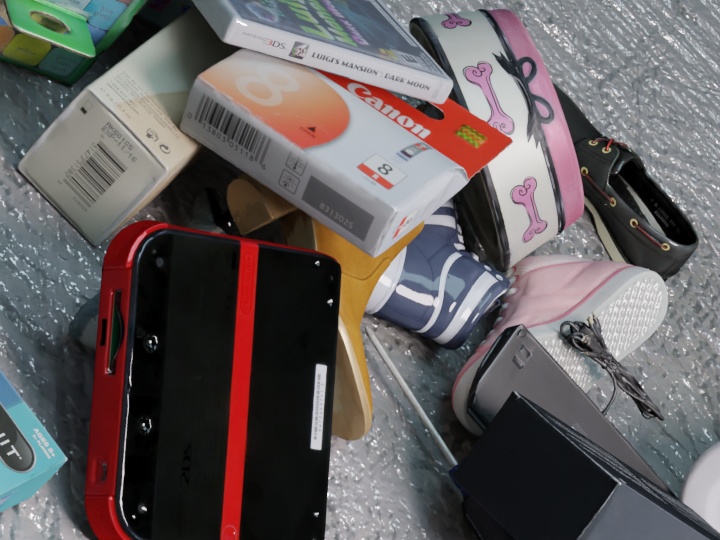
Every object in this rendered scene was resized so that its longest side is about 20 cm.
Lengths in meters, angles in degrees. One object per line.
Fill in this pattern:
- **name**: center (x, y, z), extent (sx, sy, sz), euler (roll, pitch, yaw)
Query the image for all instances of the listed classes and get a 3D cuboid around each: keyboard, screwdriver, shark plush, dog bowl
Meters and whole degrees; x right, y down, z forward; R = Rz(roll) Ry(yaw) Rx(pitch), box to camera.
- **keyboard**: center (0.161, 0.113, 1.616), extent (0.200, 0.021, 0.127), euler (48, 64, -22)
- **screwdriver**: center (0.055, 0.121, 1.562), extent (0.200, 0.028, 0.029), euler (57, 9, 9)
- **shark plush**: center (-0.122, -0.009, 1.486), extent (0.083, 0.091, 0.200), euler (12, 45, 6)
- **dog bowl**: center (0.103, -0.104, 1.690), extent (0.200, 0.074, 0.200), euler (159, -90, -86)

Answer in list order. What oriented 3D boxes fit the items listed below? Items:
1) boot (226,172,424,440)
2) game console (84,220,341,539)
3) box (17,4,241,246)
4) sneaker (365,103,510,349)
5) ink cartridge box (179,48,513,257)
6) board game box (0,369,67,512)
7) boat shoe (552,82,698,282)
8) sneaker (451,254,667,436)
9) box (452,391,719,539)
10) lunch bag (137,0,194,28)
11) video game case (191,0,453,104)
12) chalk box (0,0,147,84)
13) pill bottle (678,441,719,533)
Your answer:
- **boot**: center (-0.001, 0.000, 1.542), extent (0.144, 0.071, 0.201), euler (-27, 96, -44)
- **game console**: center (-0.087, 0.076, 1.392), extent (0.177, 0.031, 0.200), euler (11, 80, -44)
- **box**: center (-0.134, -0.108, 1.543), extent (0.078, 0.095, 0.200), euler (45, 37, -2)
- **sneaker**: center (0.056, -0.027, 1.671), extent (0.108, 0.070, 0.200), euler (29, 46, -15)
- **ink cartridge box**: center (0.001, -0.104, 1.508), extent (0.162, 0.050, 0.200), euler (34, 41, 14)
- **board game box**: center (-0.278, 0.088, 1.248), extent (0.151, 0.047, 0.200), euler (52, 37, 8)
- **boat shoe**: center (0.205, -0.080, 1.881), extent (0.074, 0.063, 0.201), euler (-17, 67, -48)
- **sneaker**: center (0.123, 0.051, 1.673), extent (0.200, 0.105, 0.075), euler (-33, 122, -29)
- **box**: center (0.177, 0.179, 1.510), extent (0.200, 0.079, 0.141), euler (34, 1, -34)
- **lunch bag**: center (-0.097, -0.239, 1.719), extent (0.200, 0.077, 0.161), euler (19, 43, -32)
- **video game case**: center (-0.050, -0.190, 1.574), extent (0.182, 0.023, 0.200), euler (13, 26, -34)
- **chalk box**: center (-0.217, -0.216, 1.540), extent (0.124, 0.124, 0.200), euler (21, 44, -32)
- **pill bottle**: center (0.322, 0.171, 1.688), extent (0.113, 0.113, 0.200), euler (58, 25, 16)
